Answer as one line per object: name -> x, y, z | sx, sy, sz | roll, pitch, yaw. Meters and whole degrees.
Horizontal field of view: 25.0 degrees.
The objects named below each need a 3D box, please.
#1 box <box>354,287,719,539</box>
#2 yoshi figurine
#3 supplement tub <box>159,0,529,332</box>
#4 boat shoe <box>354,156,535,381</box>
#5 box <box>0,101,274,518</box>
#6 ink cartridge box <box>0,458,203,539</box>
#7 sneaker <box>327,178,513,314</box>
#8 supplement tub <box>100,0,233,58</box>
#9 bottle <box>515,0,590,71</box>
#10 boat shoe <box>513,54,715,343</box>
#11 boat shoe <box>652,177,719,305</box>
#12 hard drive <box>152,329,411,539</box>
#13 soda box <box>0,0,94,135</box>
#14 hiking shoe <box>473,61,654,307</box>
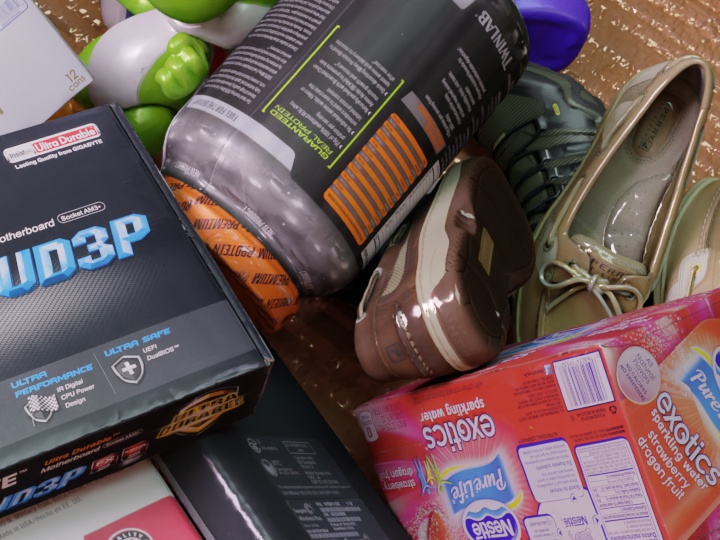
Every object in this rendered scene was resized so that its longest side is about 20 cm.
box -> 0.097, 0.083, 0.774 | 0.095, 0.199, 0.101 | -19, 89, -35
yoshi figurine -> -0.112, -0.126, 0.857 | 0.112, 0.200, 0.112 | 40, 25, -12
supplement tub -> -0.016, -0.075, 0.823 | 0.122, 0.123, 0.200 | 38, 75, 10
boat shoe -> 0.038, -0.002, 0.831 | 0.075, 0.074, 0.202 | 61, 20, -10
box -> -0.160, 0.022, 0.701 | 0.198, 0.046, 0.160 | -20, 62, -28
ink cartridge box -> -0.178, 0.105, 0.724 | 0.147, 0.086, 0.201 | -21, 62, -36
sneaker -> 0.000, 0.000, 0.899 | 0.198, 0.073, 0.113 | 1, 51, -25
supplement tub -> -0.040, -0.164, 0.970 | 0.198, 0.145, 0.145 | 27, 46, -1
bottle -> 0.104, -0.229, 1.143 | 0.082, 0.066, 0.202 | 6, 50, -18
boat shoe -> 0.146, -0.028, 0.925 | 0.073, 0.063, 0.202 | 28, 83, -3
boat shoe -> 0.208, 0.032, 0.934 | 0.074, 0.066, 0.202 | 30, 62, -28
hard drive -> -0.046, 0.093, 0.780 | 0.201, 0.033, 0.139 | 53, 17, 23
soda box -> -0.227, -0.052, 0.782 | 0.200, 0.068, 0.064 | -43, 107, -17
hiking shoe -> 0.124, -0.049, 0.994 | 0.200, 0.076, 0.100 | 42, 45, 12
